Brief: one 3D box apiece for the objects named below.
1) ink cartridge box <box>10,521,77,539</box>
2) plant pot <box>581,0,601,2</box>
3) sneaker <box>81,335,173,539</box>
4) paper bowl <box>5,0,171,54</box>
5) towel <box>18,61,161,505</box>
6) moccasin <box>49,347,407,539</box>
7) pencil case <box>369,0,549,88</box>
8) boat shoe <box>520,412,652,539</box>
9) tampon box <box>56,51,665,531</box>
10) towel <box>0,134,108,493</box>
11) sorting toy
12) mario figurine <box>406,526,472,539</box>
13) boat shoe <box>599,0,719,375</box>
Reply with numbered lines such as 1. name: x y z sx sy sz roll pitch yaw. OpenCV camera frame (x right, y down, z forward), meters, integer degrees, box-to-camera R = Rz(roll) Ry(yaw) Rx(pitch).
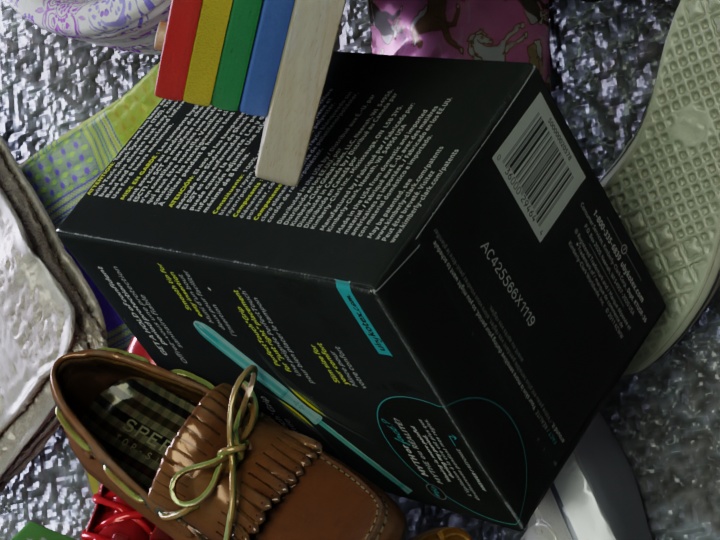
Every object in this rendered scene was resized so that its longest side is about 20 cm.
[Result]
1. ink cartridge box: -0.087 0.201 0.909 0.198 0.145 0.085 19 116 13
2. plant pot: 0.134 -0.268 0.915 0.199 0.178 0.201 -25 69 -5
3. sneaker: -0.103 0.121 1.047 0.078 0.115 0.202 0 94 21
4. paper bowl: -0.097 -0.209 1.105 0.199 0.104 0.203 -5 82 39
5. towel: -0.114 0.008 1.140 0.143 0.023 0.201 -30 70 23
6. moccasin: -0.061 0.082 0.951 0.074 0.078 0.201 -48 46 -13
7. pencil case: 0.040 -0.156 1.039 0.083 0.086 0.202 156 113 -64
8. boat shoe: 0.096 0.136 0.983 0.069 0.071 0.201 -26 78 20
9. tampon box: 0.000 0.000 0.959 0.199 0.150 0.127 11 54 44
10. towel: -0.211 0.009 1.169 0.133 0.034 0.201 -49 60 28
11. sorting toy: -0.029 -0.177 0.887 0.069 0.200 0.201 12 132 -4
12. mario figurine: -0.019 0.198 0.993 0.200 0.105 0.124 -36 60 37
13. boat shoe: 0.147 -0.044 0.984 0.074 0.062 0.201 28 112 24
